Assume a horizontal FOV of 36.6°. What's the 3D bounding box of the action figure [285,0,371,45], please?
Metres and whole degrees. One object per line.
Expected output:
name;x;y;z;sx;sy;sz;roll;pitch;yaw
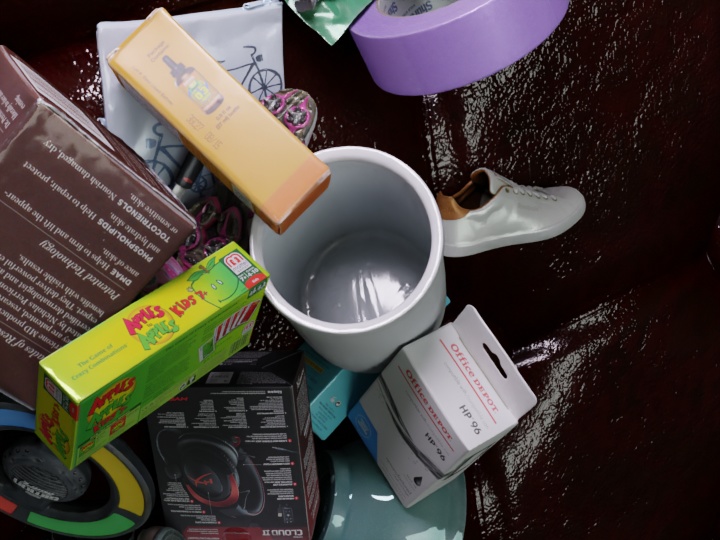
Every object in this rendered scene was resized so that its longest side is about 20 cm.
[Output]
action figure;0.004;-0.311;1.014;0.200;0.055;0.118;-42;91;-23

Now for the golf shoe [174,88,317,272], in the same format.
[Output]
golf shoe;-0.099;-0.077;1.021;0.200;0.072;0.092;-58;157;0

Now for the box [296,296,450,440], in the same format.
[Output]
box;-0.004;0.077;1.150;0.200;0.082;0.049;-47;127;-10

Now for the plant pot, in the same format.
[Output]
plant pot;0.008;0.264;1.174;0.134;0.200;0.201;15;100;-20

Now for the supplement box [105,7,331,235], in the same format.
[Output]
supplement box;-0.117;-0.123;0.912;0.200;0.069;0.067;45;83;1

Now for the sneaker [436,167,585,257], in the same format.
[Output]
sneaker;0.171;-0.077;1.212;0.199;0.073;0.085;-17;119;-26

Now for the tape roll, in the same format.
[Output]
tape roll;0.089;-0.248;1.013;0.200;0.200;0.066;-39;124;-15

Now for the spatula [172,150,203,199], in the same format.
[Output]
spatula;-0.173;-0.065;0.995;0.056;0.021;0.200;28;98;-40

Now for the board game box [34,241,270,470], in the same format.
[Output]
board game box;-0.168;0.066;0.885;0.200;0.048;0.102;-36;159;-38

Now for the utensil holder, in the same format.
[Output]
utensil holder;0.000;0.000;1.022;0.170;0.170;0.200;-50;163;-8

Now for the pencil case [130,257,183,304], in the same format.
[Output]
pencil case;-0.221;0.073;0.976;0.087;0.087;0.200;15;116;-36

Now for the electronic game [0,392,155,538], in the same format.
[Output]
electronic game;-0.277;0.175;0.959;0.200;0.199;0.042;56;35;-34

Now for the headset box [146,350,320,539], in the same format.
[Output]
headset box;-0.122;0.183;1.073;0.148;0.075;0.201;-2;114;8

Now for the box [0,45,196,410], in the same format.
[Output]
box;-0.272;-0.037;0.864;0.200;0.166;0.164;-48;127;1

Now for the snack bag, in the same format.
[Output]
snack bag;-0.153;-0.143;1.003;0.188;0.021;0.201;-15;119;-27

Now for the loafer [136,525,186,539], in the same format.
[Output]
loafer;-0.202;0.318;1.089;0.200;0.063;0.072;81;24;-47

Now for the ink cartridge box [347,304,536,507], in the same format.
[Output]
ink cartridge box;0.072;0.133;1.041;0.068;0.116;0.200;-23;161;-33

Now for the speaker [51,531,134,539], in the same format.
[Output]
speaker;-0.267;0.341;1.079;0.081;0.081;0.201;-5;110;-32
